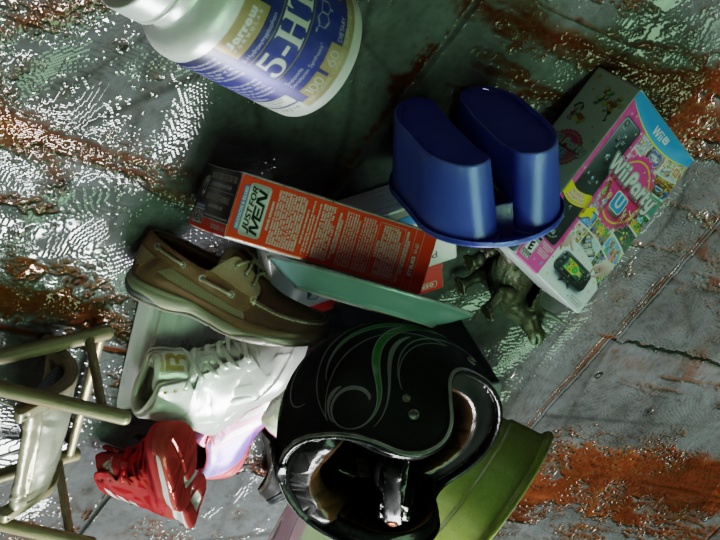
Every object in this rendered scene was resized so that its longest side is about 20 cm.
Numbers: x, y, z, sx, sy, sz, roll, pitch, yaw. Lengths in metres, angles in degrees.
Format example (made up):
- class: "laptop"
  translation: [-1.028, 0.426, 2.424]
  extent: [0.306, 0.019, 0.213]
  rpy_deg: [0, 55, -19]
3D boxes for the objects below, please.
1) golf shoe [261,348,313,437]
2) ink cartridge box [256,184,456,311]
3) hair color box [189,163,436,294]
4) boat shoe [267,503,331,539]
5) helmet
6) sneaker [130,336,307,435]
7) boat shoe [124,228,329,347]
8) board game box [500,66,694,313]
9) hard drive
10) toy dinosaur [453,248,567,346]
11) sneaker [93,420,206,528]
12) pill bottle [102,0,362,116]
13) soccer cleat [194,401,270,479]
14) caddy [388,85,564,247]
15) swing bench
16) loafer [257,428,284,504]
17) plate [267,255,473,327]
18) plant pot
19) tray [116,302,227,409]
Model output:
- class: "golf shoe"
  translation: [-0.036, 0.114, 1.645]
  extent: [0.092, 0.075, 0.199]
  rpy_deg: [-49, 166, 29]
- class: "ink cartridge box"
  translation: [0.000, 0.000, 1.605]
  extent: [0.198, 0.045, 0.177]
  rpy_deg: [-18, 138, -11]
- class: "hair color box"
  translation: [-0.044, -0.038, 1.448]
  extent: [0.198, 0.111, 0.065]
  rpy_deg: [18, 91, -24]
- class: "boat shoe"
  translation: [-0.054, 0.265, 1.774]
  extent: [0.068, 0.201, 0.072]
  rpy_deg: [-9, 130, 30]
- class: "helmet"
  translation: [0.025, 0.141, 1.458]
  extent: [0.198, 0.191, 0.202]
  rpy_deg: [11, 130, 14]
- class: "sneaker"
  translation: [-0.144, 0.096, 1.553]
  extent: [0.115, 0.074, 0.200]
  rpy_deg: [15, 135, -39]
- class: "boat shoe"
  translation: [-0.121, 0.016, 1.477]
  extent: [0.198, 0.076, 0.072]
  rpy_deg: [18, 104, 1]
- class: "board game box"
  translation: [0.228, -0.079, 1.590]
  extent: [0.201, 0.064, 0.147]
  rpy_deg: [-53, 138, -1]
- class: "hard drive"
  translation: [0.055, 0.089, 1.646]
  extent: [0.199, 0.135, 0.042]
  rpy_deg: [6, 133, -44]
- class: "toy dinosaur"
  translation: [0.160, -0.011, 1.675]
  extent: [0.102, 0.077, 0.202]
  rpy_deg: [-24, 128, -32]
- class: "sneaker"
  translation: [-0.227, 0.204, 1.621]
  extent: [0.114, 0.079, 0.201]
  rpy_deg: [11, 148, 8]
- class: "pill bottle"
  translation: [-0.105, -0.211, 1.266]
  extent: [0.199, 0.120, 0.120]
  rpy_deg: [22, 120, -42]
- class: "soccer cleat"
  translation: [-0.137, 0.150, 1.669]
  extent: [0.076, 0.067, 0.201]
  rpy_deg: [-6, 139, -33]
- class: "caddy"
  translation: [0.106, -0.088, 1.463]
  extent: [0.140, 0.200, 0.106]
  rpy_deg: [-11, 121, -16]
- class: "swing bench"
  translation: [-0.342, 0.163, 1.524]
  extent: [0.198, 0.130, 0.200]
  rpy_deg: [2, 133, -23]
- class: "loafer"
  translation: [-0.077, 0.184, 1.750]
  extent: [0.072, 0.073, 0.201]
  rpy_deg: [30, 130, -2]
- class: "plate"
  translation: [0.006, 0.024, 1.464]
  extent: [0.199, 0.199, 0.026]
  rpy_deg: [19, 87, -41]
- class: "plant pot"
  translation: [0.076, 0.203, 1.725]
  extent: [0.189, 0.200, 0.201]
  rpy_deg: [36, 119, 1]
- class: "tray"
  translation: [-0.179, 0.072, 1.597]
  extent: [0.106, 0.022, 0.201]
  rpy_deg: [-5, 135, -26]
